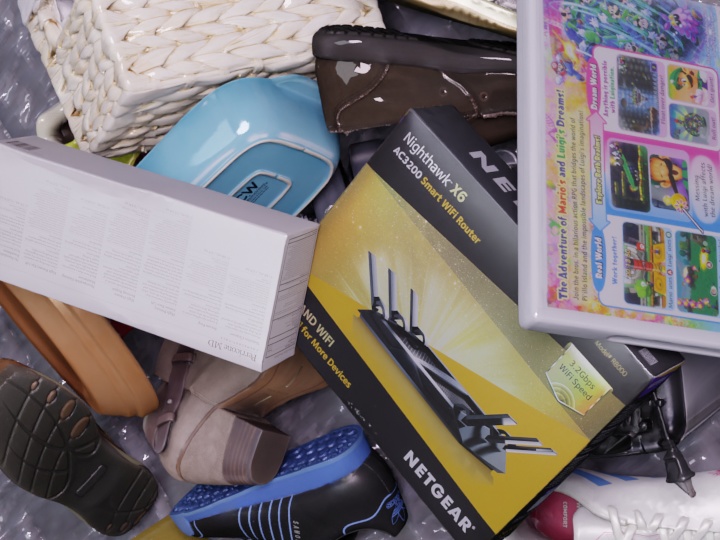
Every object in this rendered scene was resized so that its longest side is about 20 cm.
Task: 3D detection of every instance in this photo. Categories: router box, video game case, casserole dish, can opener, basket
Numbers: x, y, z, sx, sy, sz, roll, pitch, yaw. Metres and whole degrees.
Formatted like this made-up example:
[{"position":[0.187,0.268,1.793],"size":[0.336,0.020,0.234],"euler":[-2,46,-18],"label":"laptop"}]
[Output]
[{"position":[0.057,0.033,0.837],"size":[0.200,0.052,0.158],"euler":[49,118,17],"label":"router box"},{"position":[0.168,-0.055,0.794],"size":[0.024,0.180,0.202],"euler":[137,138,-63],"label":"video game case"},{"position":[-0.091,-0.042,0.936],"size":[0.200,0.121,0.039],"euler":[-43,59,22],"label":"casserole dish"},{"position":[0.000,0.000,0.961],"size":[0.078,0.063,0.202],"euler":[-21,59,17],"label":"can opener"},{"position":[-0.096,-0.160,0.936],"size":[0.135,0.198,0.124],"euler":[-38,71,61],"label":"basket"}]

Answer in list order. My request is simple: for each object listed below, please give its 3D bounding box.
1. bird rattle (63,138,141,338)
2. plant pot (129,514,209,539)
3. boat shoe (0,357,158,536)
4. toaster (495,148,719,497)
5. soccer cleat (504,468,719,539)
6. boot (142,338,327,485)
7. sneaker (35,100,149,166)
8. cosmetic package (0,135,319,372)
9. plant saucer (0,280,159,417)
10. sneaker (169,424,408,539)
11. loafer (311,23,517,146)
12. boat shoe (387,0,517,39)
[{"position":[-0.135,-0.020,1.041],"size":[0.161,0.201,0.114],"euler":[-5,56,3],"label":"bird rattle"},{"position":[-0.164,0.330,1.076],"size":[0.194,0.199,0.197],"euler":[36,114,23],"label":"plant pot"},{"position":[-0.228,0.128,1.107],"size":[0.076,0.200,0.074],"euler":[-43,48,-11],"label":"boat shoe"},{"position":[0.122,0.024,0.896],"size":[0.179,0.118,0.202],"euler":[-5,94,33],"label":"toaster"},{"position":[0.177,0.159,0.901],"size":[0.198,0.086,0.071],"euler":[-3,96,32],"label":"soccer cleat"},{"position":[-0.084,0.059,1.061],"size":[0.146,0.070,0.201],"euler":[19,79,49],"label":"boot"},{"position":[-0.154,-0.115,1.067],"size":[0.199,0.088,0.082],"euler":[-27,83,32],"label":"sneaker"},{"position":[-0.127,-0.013,0.870],"size":[0.198,0.051,0.083],"euler":[18,105,19],"label":"cosmetic package"},{"position":[-0.218,0.030,1.044],"size":[0.037,0.201,0.200],"euler":[-40,70,-15],"label":"plant saucer"},{"position":[-0.054,0.172,1.060],"size":[0.199,0.070,0.078],"euler":[-21,106,41],"label":"sneaker"},{"position":[0.065,-0.102,0.898],"size":[0.198,0.073,0.072],"euler":[7,104,-8],"label":"loafer"},{"position":[0.083,-0.175,0.885],"size":[0.199,0.072,0.067],"euler":[16,99,-2],"label":"boat shoe"}]
